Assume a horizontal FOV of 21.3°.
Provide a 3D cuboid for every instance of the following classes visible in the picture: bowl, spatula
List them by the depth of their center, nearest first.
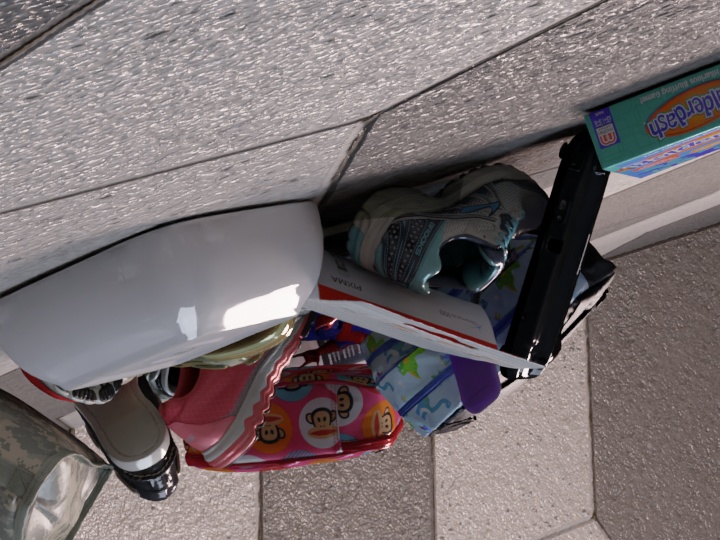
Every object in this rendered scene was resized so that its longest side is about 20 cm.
[{"bbox_3d":[-0.132,0.022,1.305,0.198,0.075,0.199,-22,173,32],"label":"bowl"},{"bbox_3d":[0.088,0.017,1.508,0.020,0.202,0.057,15,146,-21],"label":"spatula"}]

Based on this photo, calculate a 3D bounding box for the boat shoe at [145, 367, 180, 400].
[{"bbox_3d":[-0.166,0.078,1.677,0.198,0.067,0.074,-16,134,32],"label":"boat shoe"}]

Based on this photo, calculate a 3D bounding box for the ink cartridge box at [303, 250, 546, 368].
[{"bbox_3d":[0.030,0.023,1.407,0.159,0.048,0.200,20,173,-24],"label":"ink cartridge box"}]

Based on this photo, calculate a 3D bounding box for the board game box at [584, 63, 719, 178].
[{"bbox_3d":[0.259,-0.116,1.429,0.151,0.045,0.200,-20,175,16],"label":"board game box"}]

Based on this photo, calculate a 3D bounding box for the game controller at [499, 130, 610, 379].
[{"bbox_3d":[0.155,-0.012,1.490,0.042,0.202,0.104,19,-166,11],"label":"game controller"}]

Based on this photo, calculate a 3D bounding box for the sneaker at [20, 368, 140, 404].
[{"bbox_3d":[-0.233,0.074,1.532,0.084,0.078,0.200,-14,177,14],"label":"sneaker"}]

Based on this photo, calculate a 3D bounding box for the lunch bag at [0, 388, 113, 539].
[{"bbox_3d":[-0.297,0.147,1.464,0.118,0.163,0.200,-60,170,-8],"label":"lunch bag"}]

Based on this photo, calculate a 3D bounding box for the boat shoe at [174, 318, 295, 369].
[{"bbox_3d":[-0.114,0.042,1.447,0.199,0.074,0.063,-13,154,42],"label":"boat shoe"}]

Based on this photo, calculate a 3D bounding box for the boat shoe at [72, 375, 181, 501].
[{"bbox_3d":[-0.201,0.118,1.618,0.073,0.061,0.200,-28,-141,-12],"label":"boat shoe"}]

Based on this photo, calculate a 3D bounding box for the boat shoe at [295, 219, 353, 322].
[{"bbox_3d":[-0.053,0.008,1.525,0.198,0.068,0.072,-21,174,3],"label":"boat shoe"}]

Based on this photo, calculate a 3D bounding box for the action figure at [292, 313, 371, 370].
[{"bbox_3d":[-0.037,0.051,1.723,0.198,0.052,0.066,4,141,-16],"label":"action figure"}]

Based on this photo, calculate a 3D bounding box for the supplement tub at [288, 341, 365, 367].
[{"bbox_3d":[-0.026,0.074,1.968,0.198,0.142,0.140,-17,176,-20],"label":"supplement tub"}]

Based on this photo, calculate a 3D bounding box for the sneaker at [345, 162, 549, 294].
[{"bbox_3d":[0.082,-0.019,1.434,0.199,0.086,0.078,-16,136,-43],"label":"sneaker"}]

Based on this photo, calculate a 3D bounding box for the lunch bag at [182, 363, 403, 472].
[{"bbox_3d":[-0.061,0.127,1.756,0.198,0.083,0.176,-5,-175,7],"label":"lunch bag"}]

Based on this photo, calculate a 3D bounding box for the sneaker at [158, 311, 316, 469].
[{"bbox_3d":[-0.100,0.058,1.575,0.074,0.086,0.201,-26,-144,58],"label":"sneaker"}]

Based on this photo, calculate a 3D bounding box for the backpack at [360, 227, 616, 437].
[{"bbox_3d":[0.097,0.053,1.613,0.201,0.153,0.163,-55,-172,-25],"label":"backpack"}]
